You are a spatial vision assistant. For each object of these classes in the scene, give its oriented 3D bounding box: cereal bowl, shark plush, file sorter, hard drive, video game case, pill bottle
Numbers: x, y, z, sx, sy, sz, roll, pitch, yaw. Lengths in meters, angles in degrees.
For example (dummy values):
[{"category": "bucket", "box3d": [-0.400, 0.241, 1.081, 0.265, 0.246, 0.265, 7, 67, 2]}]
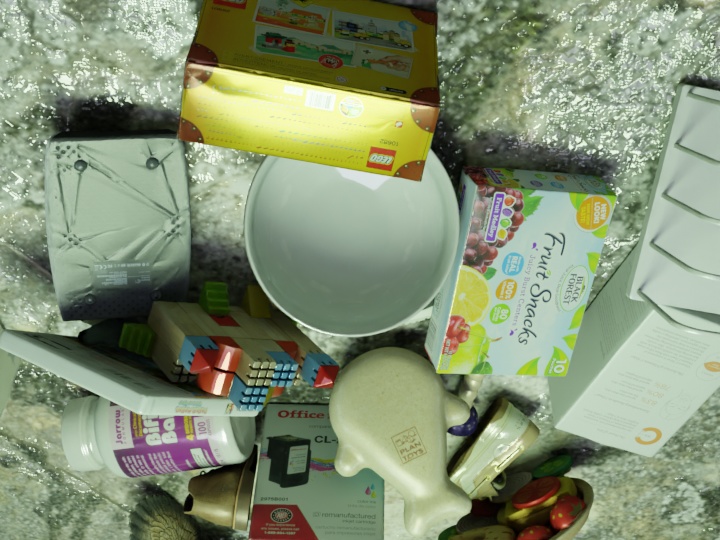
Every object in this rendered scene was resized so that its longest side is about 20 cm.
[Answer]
[{"category": "cereal bowl", "box3d": [-0.010, -0.042, 0.992, 0.199, 0.083, 0.201, 0, 93, -6]}, {"category": "shark plush", "box3d": [-0.213, 0.045, 1.124, 0.199, 0.091, 0.084, 17, 99, -4]}, {"category": "file sorter", "box3d": [0.338, -0.046, 0.931, 0.138, 0.125, 0.201, 9, 103, -7]}, {"category": "hard drive", "box3d": [-0.232, -0.044, 1.031, 0.134, 0.042, 0.201, -4, 124, -13]}, {"category": "video game case", "box3d": [-0.228, 0.104, 1.072, 0.199, 0.023, 0.182, 18, -178, 31]}, {"category": "pill bottle", "box3d": [-0.227, 0.172, 1.203, 0.199, 0.113, 0.113, -10, 131, 10]}]

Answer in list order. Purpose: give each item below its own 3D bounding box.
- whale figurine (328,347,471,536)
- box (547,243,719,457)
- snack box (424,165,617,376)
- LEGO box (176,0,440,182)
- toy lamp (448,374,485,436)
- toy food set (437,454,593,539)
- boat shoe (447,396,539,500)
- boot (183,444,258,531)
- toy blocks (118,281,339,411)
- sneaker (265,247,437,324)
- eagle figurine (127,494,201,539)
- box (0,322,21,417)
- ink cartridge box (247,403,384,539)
[{"category": "whale figurine", "box3d": [0.046, 0.184, 1.165, 0.159, 0.201, 0.104, -26, 169, -7]}, {"category": "box", "box3d": [0.299, 0.086, 1.118, 0.124, 0.098, 0.200, 18, 129, -14]}, {"category": "snack box", "box3d": [0.151, 0.005, 1.035, 0.142, 0.053, 0.201, 2, 117, -15]}, {"category": "LEGO box", "box3d": [-0.039, -0.162, 0.877, 0.199, 0.149, 0.077, 10, 132, -6]}, {"category": "toy lamp", "box3d": [0.130, 0.099, 1.164, 0.058, 0.058, 0.200, 11, 132, -8]}, {"category": "toy food set", "box3d": [0.179, 0.292, 1.255, 0.199, 0.198, 0.049, -28, 96, 14]}, {"category": "boat shoe", "box3d": [0.142, 0.237, 1.266, 0.066, 0.074, 0.200, 31, 128, 3]}, {"category": "boot", "box3d": [-0.157, 0.239, 1.225, 0.075, 0.200, 0.074, 7, 94, -3]}, {"category": "toy blocks", "box3d": [-0.116, 0.086, 1.055, 0.199, 0.137, 0.100, 6, 110, -38]}, {"category": "sneaker", "box3d": [0.000, 0.000, 1.067, 0.199, 0.076, 0.088, 0, 132, 1]}, {"category": "eagle figurine", "box3d": [-0.227, 0.391, 1.370, 0.151, 0.151, 0.200, 15, 139, 3]}, {"category": "box", "box3d": [-0.491, 0.115, 1.152, 0.199, 0.128, 0.109, -9, 130, 9]}, {"category": "ink cartridge box", "box3d": [-0.045, 0.248, 1.207, 0.145, 0.200, 0.083, 1, 129, 1]}]
